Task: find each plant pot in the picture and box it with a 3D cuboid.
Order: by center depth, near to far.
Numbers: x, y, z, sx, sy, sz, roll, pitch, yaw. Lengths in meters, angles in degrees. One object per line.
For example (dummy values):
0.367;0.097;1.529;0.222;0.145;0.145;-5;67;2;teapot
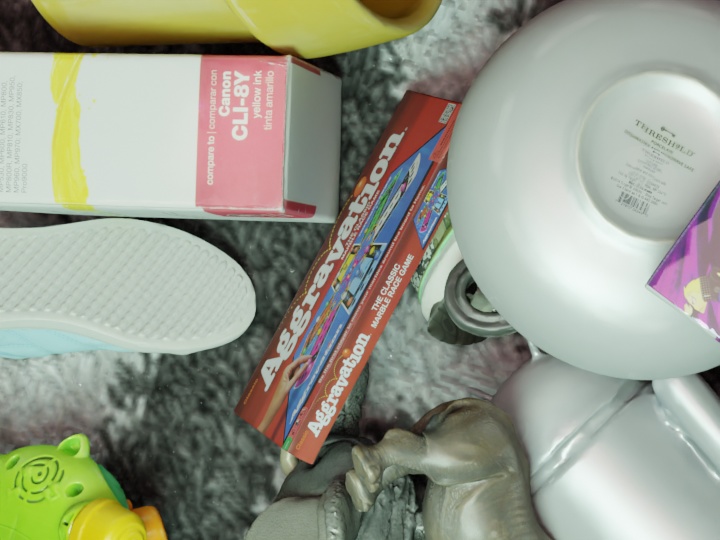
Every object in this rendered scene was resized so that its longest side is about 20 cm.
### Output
-0.077;-0.199;1.403;0.188;0.200;0.202;-13;88;26;plant pot

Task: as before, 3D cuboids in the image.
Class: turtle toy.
-0.173;0.185;1.462;0.145;0.101;0.201;20;98;33;turtle toy

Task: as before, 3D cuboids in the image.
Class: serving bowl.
0.143;-0.049;1.324;0.198;0.066;0.202;0;82;-3;serving bowl

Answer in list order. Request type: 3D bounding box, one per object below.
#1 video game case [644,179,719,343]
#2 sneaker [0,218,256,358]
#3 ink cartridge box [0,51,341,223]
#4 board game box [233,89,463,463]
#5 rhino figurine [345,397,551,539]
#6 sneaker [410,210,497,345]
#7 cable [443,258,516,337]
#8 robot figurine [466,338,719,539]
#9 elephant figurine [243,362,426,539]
0.261;-0.019;1.240;0.181;0.036;0.201;37;98;11;video game case
-0.160;0.014;1.481;0.198;0.082;0.074;7;74;-10;sneaker
-0.120;-0.071;1.426;0.198;0.145;0.084;2;90;11;ink cartridge box
0.000;0.000;1.418;0.019;0.103;0.201;29;88;-19;board game box
0.061;0.154;1.347;0.087;0.060;0.201;-26;111;-15;rhino figurine
0.069;-0.065;1.423;0.089;0.077;0.201;39;106;37;sneaker
0.141;-0.015;1.386;0.200;0.050;0.097;-37;82;0;cable
0.138;0.117;1.397;0.200;0.113;0.170;46;127;6;robot figurine
-0.013;0.154;1.410;0.155;0.141;0.201;29;100;15;elephant figurine
